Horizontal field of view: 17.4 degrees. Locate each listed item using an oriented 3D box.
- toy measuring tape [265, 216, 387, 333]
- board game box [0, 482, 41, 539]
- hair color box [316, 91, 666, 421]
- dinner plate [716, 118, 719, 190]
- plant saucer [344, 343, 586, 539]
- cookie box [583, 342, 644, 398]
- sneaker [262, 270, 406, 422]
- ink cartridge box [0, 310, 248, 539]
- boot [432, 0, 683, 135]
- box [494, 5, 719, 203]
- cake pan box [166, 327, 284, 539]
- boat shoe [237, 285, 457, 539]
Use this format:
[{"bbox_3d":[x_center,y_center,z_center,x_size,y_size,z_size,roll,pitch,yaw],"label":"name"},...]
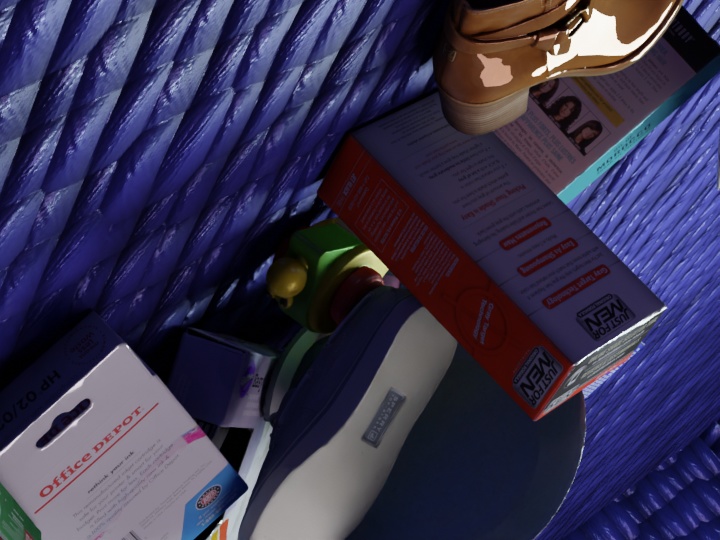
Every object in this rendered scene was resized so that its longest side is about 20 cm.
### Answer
[{"bbox_3d":[0.000,0.000,1.528,0.074,0.074,0.200,-49,160,30],"label":"toy measuring tape"},{"bbox_3d":[-0.247,0.134,1.226,0.134,0.029,0.200,-4,163,0],"label":"board game box"},{"bbox_3d":[0.079,-0.013,1.441,0.101,0.200,0.061,-27,157,-42],"label":"hair color box"},{"bbox_3d":[0.258,-0.154,1.594,0.200,0.024,0.201,5,90,-84],"label":"dinner plate"},{"bbox_3d":[0.050,0.111,1.478,0.201,0.201,0.039,-41,146,0],"label":"plant saucer"},{"bbox_3d":[0.076,0.056,1.715,0.200,0.171,0.075,-42,165,6],"label":"cookie box"},{"bbox_3d":[0.011,0.047,1.601,0.200,0.082,0.070,-56,159,-39],"label":"sneaker"},{"bbox_3d":[-0.158,0.105,1.370,0.115,0.068,0.200,-42,146,-7],"label":"ink cartridge box"},{"bbox_3d":[0.127,-0.168,1.376,0.200,0.074,0.155,-40,162,-15],"label":"boot"},{"bbox_3d":[0.144,-0.106,1.584,0.200,0.082,0.049,-40,168,-1],"label":"box"},{"bbox_3d":[-0.100,0.136,1.572,0.200,0.052,0.185,26,81,-76],"label":"cake pan box"},{"bbox_3d":[-0.017,0.097,1.459,0.070,0.071,0.201,39,82,-37],"label":"boat shoe"}]
